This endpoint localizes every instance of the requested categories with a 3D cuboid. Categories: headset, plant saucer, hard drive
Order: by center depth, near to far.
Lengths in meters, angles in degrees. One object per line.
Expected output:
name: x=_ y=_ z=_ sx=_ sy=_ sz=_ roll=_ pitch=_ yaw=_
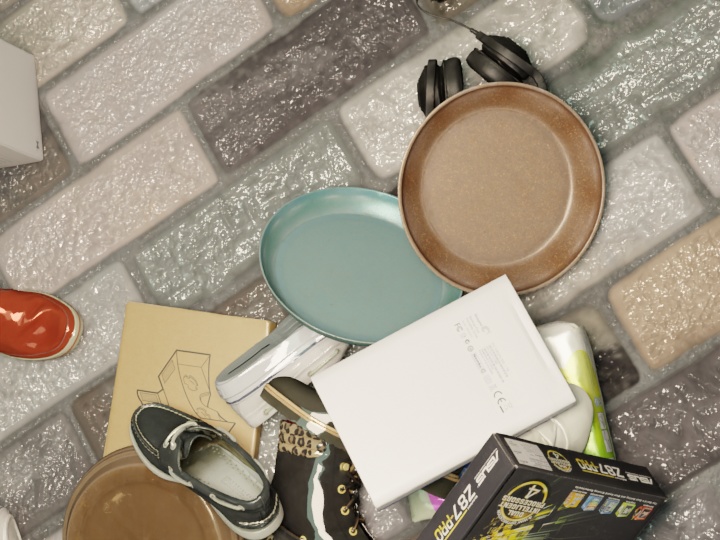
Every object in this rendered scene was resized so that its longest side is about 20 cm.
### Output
hard drive: x=0.073 y=0.107 z=1.405 sx=0.198 sy=0.025 sz=0.133 roll=-27 pitch=71 yaw=-4
plant saucer: x=0.131 y=-0.077 z=1.497 sx=0.198 sy=0.037 sz=0.203 roll=-1 pitch=100 yaw=-7
plant saucer: x=0.000 y=0.000 z=1.508 sx=0.198 sy=0.028 sz=0.202 roll=6 pitch=47 yaw=-7
headset: x=0.109 y=-0.188 z=1.544 sx=0.122 sy=0.094 sz=0.202 roll=-25 pitch=93 yaw=7
plant saucer: x=-0.210 y=0.274 z=1.574 sx=0.198 sy=0.029 sz=0.203 roll=1 pitch=93 yaw=15

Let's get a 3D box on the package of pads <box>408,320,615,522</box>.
package of pads: x=0.131 y=0.140 z=1.490 sx=0.198 sy=0.068 sz=0.156 roll=-13 pitch=82 yaw=13

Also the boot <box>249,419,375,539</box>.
boot: x=-0.009 y=0.232 z=1.519 sx=0.198 sy=0.073 sz=0.153 roll=9 pitch=86 yaw=22

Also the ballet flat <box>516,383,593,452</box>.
ballet flat: x=0.135 y=0.186 z=1.416 sx=0.069 sy=0.069 sz=0.200 roll=43 pitch=98 yaw=16

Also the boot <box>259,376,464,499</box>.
boot: x=0.021 y=0.106 z=1.458 sx=0.198 sy=0.077 sz=0.140 roll=25 pitch=87 yaw=5

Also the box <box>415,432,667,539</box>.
box: x=0.152 y=0.229 z=1.390 sx=0.162 sy=0.199 sz=0.049 roll=-54 pitch=42 yaw=22

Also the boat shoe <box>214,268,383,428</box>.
boat shoe: x=-0.048 y=0.076 z=1.554 sx=0.199 sy=0.074 sz=0.067 roll=-35 pitch=109 yaw=2

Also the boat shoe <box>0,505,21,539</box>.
boat shoe: x=-0.336 y=0.333 z=1.604 sx=0.065 sy=0.074 sz=0.202 roll=-13 pitch=90 yaw=9

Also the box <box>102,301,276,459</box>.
box: x=-0.175 y=0.140 z=1.599 sx=0.162 sy=0.021 sz=0.203 roll=7 pitch=85 yaw=17

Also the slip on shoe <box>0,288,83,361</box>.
slip on shoe: x=-0.382 y=0.047 z=1.648 sx=0.198 sy=0.061 sz=0.075 roll=15 pitch=86 yaw=15

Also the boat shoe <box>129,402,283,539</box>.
boat shoe: x=-0.151 y=0.177 z=1.521 sx=0.199 sy=0.061 sz=0.076 roll=29 pitch=61 yaw=28

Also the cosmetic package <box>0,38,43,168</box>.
cosmetic package: x=-0.460 y=-0.171 z=1.622 sx=0.198 sy=0.199 sz=0.125 roll=-7 pitch=82 yaw=14
